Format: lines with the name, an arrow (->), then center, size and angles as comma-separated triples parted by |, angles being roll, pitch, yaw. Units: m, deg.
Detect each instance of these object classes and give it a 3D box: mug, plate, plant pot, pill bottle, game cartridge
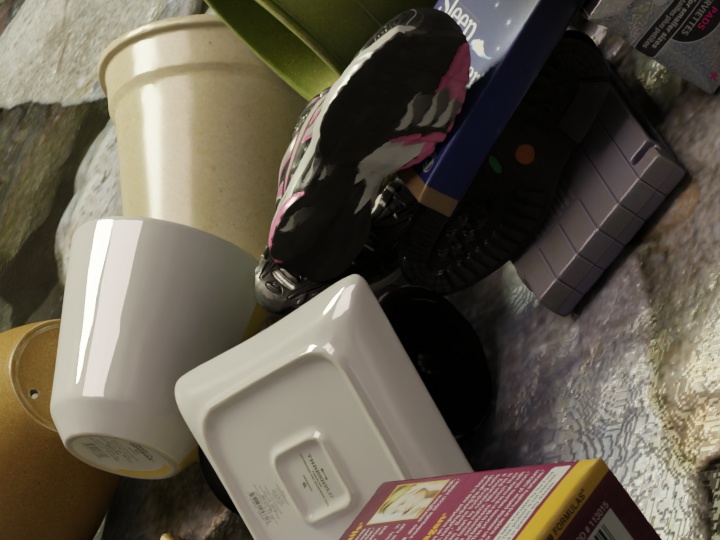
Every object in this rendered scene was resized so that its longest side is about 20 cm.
mug -> -0.133, 0.068, 1.749 | 0.149, 0.186, 0.153 | 138, 149, -61
plate -> -0.021, 0.127, 1.563 | 0.200, 0.200, 0.032 | -31, -1, 43
plant pot -> -0.248, 0.120, 1.870 | 0.200, 0.186, 0.187 | 135, 151, -55
plant pot -> 0.009, -0.220, 1.728 | 0.190, 0.200, 0.200 | -48, 28, -5
pill bottle -> -0.016, 0.095, 1.641 | 0.200, 0.112, 0.112 | -31, 40, 42
game cartridge -> 0.135, -0.067, 1.627 | 0.130, 0.038, 0.200 | -55, 28, 19
plant pot -> -0.105, -0.067, 1.877 | 0.200, 0.200, 0.184 | -26, 55, 47

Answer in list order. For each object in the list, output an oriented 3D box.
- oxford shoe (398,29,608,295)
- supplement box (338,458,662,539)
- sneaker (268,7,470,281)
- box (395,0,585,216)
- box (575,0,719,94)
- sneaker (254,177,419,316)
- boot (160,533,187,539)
oxford shoe -> 0.095, -0.069, 1.606 | 0.200, 0.073, 0.084 | -53, 9, 15
supplement box -> 0.064, 0.190, 1.387 | 0.200, 0.103, 0.131 | -12, 31, 53
sneaker -> -0.007, -0.094, 1.555 | 0.200, 0.080, 0.086 | -52, 31, 30
box -> 0.079, -0.145, 1.564 | 0.200, 0.032, 0.121 | -57, 29, 12
box -> 0.219, -0.235, 1.557 | 0.200, 0.115, 0.132 | -56, 30, 14
sneaker -> 0.000, 0.000, 1.664 | 0.074, 0.200, 0.079 | 38, 125, 23
boot -> -0.120, 0.273, 1.694 | 0.156, 0.073, 0.200 | -67, 24, 1
